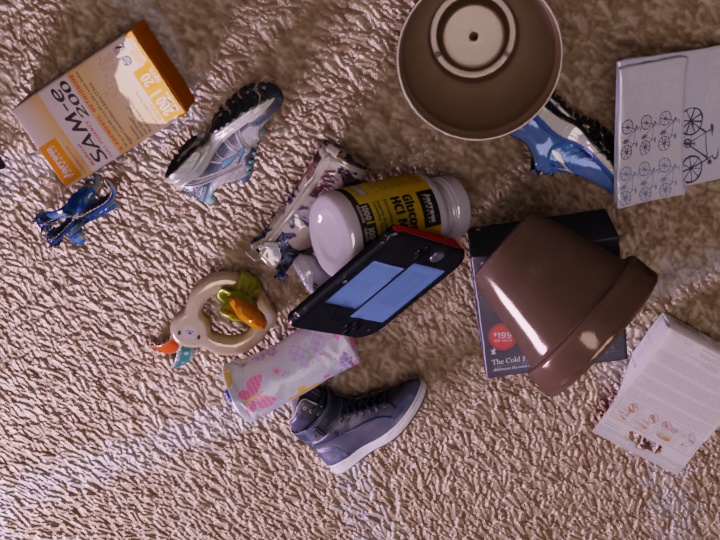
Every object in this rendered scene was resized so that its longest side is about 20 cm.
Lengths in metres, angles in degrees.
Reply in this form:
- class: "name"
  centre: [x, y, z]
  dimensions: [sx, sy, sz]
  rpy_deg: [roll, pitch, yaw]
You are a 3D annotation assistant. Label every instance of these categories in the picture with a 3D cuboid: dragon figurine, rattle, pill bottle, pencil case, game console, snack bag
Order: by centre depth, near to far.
- class: "game console"
  centre: [0.024, 0.019, 1.426]
  dimensions: [0.199, 0.176, 0.031]
  rpy_deg: [-41, 65, 25]
- class: "snack bag"
  centre: [0.410, -0.187, 1.443]
  dimensions: [0.197, 0.021, 0.192]
  rpy_deg: [-12, 113, -18]
- class: "pill bottle"
  centre: [0.042, -0.064, 1.461]
  dimensions: [0.197, 0.112, 0.114]
  rpy_deg: [-15, 118, -30]
- class: "dragon figurine"
  centre: [-0.374, -0.073, 1.493]
  dimensions: [0.100, 0.199, 0.059]
  rpy_deg: [-46, 112, -20]
- class: "pencil case"
  centre: [-0.069, -0.084, 1.506]
  dimensions: [0.078, 0.089, 0.201]
  rpy_deg: [43, 112, 16]
- class: "rattle"
  centre: [-0.213, 0.098, 1.568]
  dimensions: [0.198, 0.144, 0.131]
  rpy_deg: [-26, 129, 6]
- class: "pencil case"
  centre: [-0.098, 0.132, 1.589]
  dimensions: [0.198, 0.083, 0.092]
  rpy_deg: [-28, 74, 2]

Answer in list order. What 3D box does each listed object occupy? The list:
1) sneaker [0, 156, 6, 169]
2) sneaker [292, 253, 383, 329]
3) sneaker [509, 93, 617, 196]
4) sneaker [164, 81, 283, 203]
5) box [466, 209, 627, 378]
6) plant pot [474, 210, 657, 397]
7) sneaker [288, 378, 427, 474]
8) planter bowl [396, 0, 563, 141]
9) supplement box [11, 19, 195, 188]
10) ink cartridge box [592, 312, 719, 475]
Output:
- class: "sneaker"
  centre: [-0.583, -0.120, 1.520]
  dimensions: [0.198, 0.060, 0.105]
  rpy_deg: [-35, 104, 12]
- class: "sneaker"
  centre: [0.000, 0.000, 1.525]
  dimensions: [0.115, 0.075, 0.199]
  rpy_deg: [-46, 137, 11]
- class: "sneaker"
  centre: [0.269, -0.159, 1.481]
  dimensions: [0.199, 0.079, 0.089]
  rpy_deg: [36, 126, -11]
- class: "sneaker"
  centre: [-0.165, -0.167, 1.491]
  dimensions: [0.199, 0.078, 0.086]
  rpy_deg: [-37, 120, 24]
- class: "box"
  centre: [0.253, 0.031, 1.540]
  dimensions: [0.196, 0.104, 0.185]
  rpy_deg: [-8, 112, 5]
- class: "plant pot"
  centre: [0.239, 0.023, 1.394]
  dimensions: [0.174, 0.200, 0.201]
  rpy_deg: [43, 109, 4]
- class: "sneaker"
  centre: [-0.014, 0.193, 1.632]
  dimensions: [0.202, 0.077, 0.146]
  rpy_deg: [-40, 110, 18]
- class: "planter bowl"
  centre: [0.142, -0.277, 1.391]
  dimensions: [0.196, 0.135, 0.204]
  rpy_deg: [1, 113, 1]
- class: "supplement box"
  centre: [-0.332, -0.215, 1.464]
  dimensions: [0.198, 0.074, 0.127]
  rpy_deg: [-30, 109, 14]
- class: "ink cartridge box"
  centre: [0.451, 0.181, 1.634]
  dimensions: [0.159, 0.050, 0.202]
  rpy_deg: [27, 116, -10]
